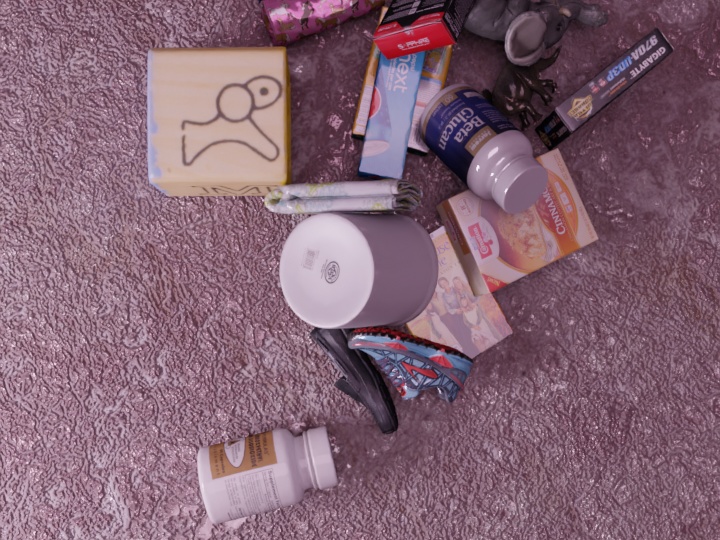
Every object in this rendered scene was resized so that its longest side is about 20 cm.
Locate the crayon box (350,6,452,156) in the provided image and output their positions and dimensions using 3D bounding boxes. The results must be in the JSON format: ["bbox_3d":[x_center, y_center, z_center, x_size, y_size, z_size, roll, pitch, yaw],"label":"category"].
[{"bbox_3d":[0.068,-0.292,1.634,0.123,0.052,0.204,14,88,-2],"label":"crayon box"}]

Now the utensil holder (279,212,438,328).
[{"bbox_3d":[0.000,0.000,1.519,0.167,0.199,0.174,1,91,28],"label":"utensil holder"}]

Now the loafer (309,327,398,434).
[{"bbox_3d":[-0.008,0.164,1.611,0.070,0.068,0.203,-30,84,5],"label":"loafer"}]

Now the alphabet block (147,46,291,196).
[{"bbox_3d":[-0.202,-0.214,1.549,0.196,0.196,0.199,0,90,-2],"label":"alphabet block"}]

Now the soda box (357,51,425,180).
[{"bbox_3d":[0.046,-0.237,1.575,0.067,0.064,0.204,11,87,-2],"label":"soda box"}]

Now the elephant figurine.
[{"bbox_3d":[0.250,-0.380,1.598,0.199,0.154,0.143,40,56,-21],"label":"elephant figurine"}]

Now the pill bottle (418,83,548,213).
[{"bbox_3d":[0.181,-0.175,1.530,0.111,0.111,0.200,-38,54,-3],"label":"pill bottle"}]

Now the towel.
[{"bbox_3d":[-0.020,-0.107,1.519,0.196,0.171,0.049,-2,91,15],"label":"towel"}]

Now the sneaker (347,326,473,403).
[{"bbox_3d":[0.069,0.146,1.568,0.197,0.079,0.097,17,90,-10],"label":"sneaker"}]

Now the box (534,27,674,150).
[{"bbox_3d":[0.365,-0.272,1.592,0.199,0.159,0.046,-39,89,-4],"label":"box"}]

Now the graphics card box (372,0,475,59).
[{"bbox_3d":[0.109,-0.399,1.525,0.051,0.124,0.202,49,51,-35],"label":"graphics card box"}]

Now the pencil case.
[{"bbox_3d":[-0.056,-0.415,1.618,0.197,0.083,0.088,-20,95,-2],"label":"pencil case"}]

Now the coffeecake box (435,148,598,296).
[{"bbox_3d":[0.239,-0.073,1.608,0.197,0.073,0.156,-25,90,-13],"label":"coffeecake box"}]

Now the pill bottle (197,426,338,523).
[{"bbox_3d":[-0.137,0.300,1.574,0.196,0.114,0.116,-13,89,-3],"label":"pill bottle"}]

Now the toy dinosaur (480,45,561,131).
[{"bbox_3d":[0.248,-0.285,1.630,0.102,0.077,0.201,38,90,-7],"label":"toy dinosaur"}]

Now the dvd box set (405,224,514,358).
[{"bbox_3d":[0.130,0.046,1.636,0.145,0.029,0.202,-29,90,-3],"label":"dvd box set"}]
